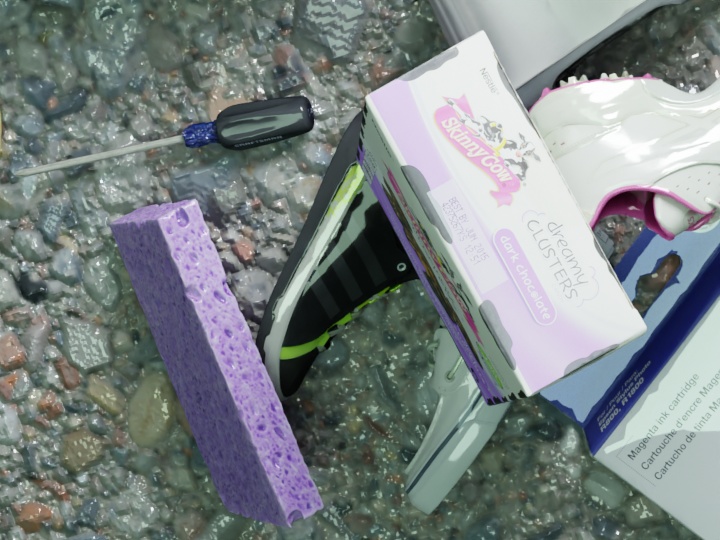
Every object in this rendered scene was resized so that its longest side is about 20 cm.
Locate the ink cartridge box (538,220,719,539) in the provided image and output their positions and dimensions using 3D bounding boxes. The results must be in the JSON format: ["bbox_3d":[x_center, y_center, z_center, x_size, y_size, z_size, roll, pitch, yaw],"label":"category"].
[{"bbox_3d":[0.230,0.059,1.132,0.199,0.043,0.197,35,107,1],"label":"ink cartridge box"}]

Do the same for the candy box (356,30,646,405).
[{"bbox_3d":[0.067,-0.019,1.012,0.071,0.200,0.169,-28,86,-4],"label":"candy box"}]

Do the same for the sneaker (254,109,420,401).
[{"bbox_3d":[0.000,0.000,1.150,0.082,0.072,0.202,25,106,4],"label":"sneaker"}]

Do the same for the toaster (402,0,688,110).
[{"bbox_3d":[0.120,-0.183,1.064,0.199,0.114,0.130,-34,92,18],"label":"toaster"}]

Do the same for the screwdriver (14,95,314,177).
[{"bbox_3d":[-0.124,-0.077,1.177,0.198,0.029,0.028,-12,100,9],"label":"screwdriver"}]

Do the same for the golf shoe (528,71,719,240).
[{"bbox_3d":[0.190,-0.060,1.021,0.198,0.075,0.093,-6,70,5],"label":"golf shoe"}]

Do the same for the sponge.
[{"bbox_3d":[-0.091,0.056,1.166,0.030,0.111,0.202,-26,99,-22],"label":"sponge"}]

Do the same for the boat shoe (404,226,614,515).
[{"bbox_3d":[0.074,0.048,1.152,0.066,0.074,0.201,34,94,7],"label":"boat shoe"}]
